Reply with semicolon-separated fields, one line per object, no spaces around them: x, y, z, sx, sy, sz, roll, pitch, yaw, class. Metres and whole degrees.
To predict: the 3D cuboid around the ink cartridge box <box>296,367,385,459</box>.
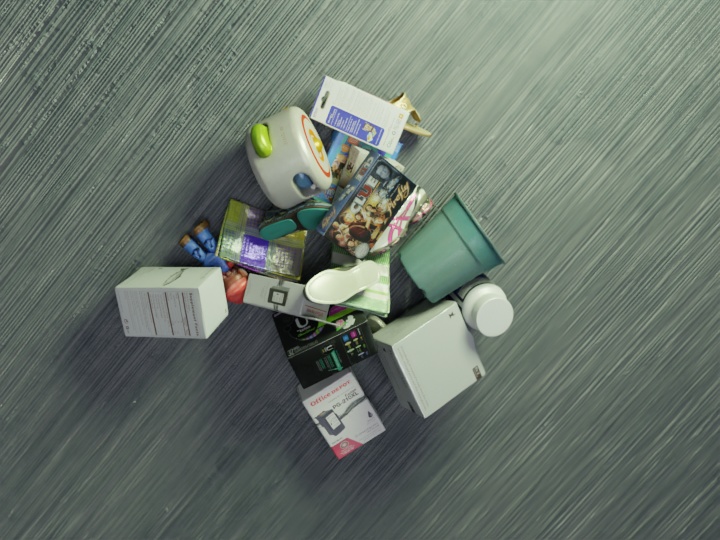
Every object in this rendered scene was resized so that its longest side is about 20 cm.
-0.048;0.344;1.712;0.143;0.084;0.202;-31;114;-3;ink cartridge box

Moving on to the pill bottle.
0.282;0.073;1.639;0.113;0.200;0.118;-5;111;-12;pill bottle

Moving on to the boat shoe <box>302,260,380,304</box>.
-0.046;0.031;1.459;0.199;0.060;0.074;-18;89;-39;boat shoe

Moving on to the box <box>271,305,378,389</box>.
-0.081;0.146;1.585;0.197;0.149;0.125;-25;135;-5;box

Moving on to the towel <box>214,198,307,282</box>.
-0.213;-0.066;1.520;0.197;0.023;0.147;19;70;-21;towel

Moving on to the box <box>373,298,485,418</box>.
0.160;0.202;1.630;0.198;0.130;0.202;-30;105;-20;box

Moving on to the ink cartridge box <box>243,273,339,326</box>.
-0.143;0.065;1.503;0.115;0.196;0.068;24;79;-61;ink cartridge box

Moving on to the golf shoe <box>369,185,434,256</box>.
0.076;-0.118;1.583;0.200;0.072;0.092;-46;101;-16;golf shoe

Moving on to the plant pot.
0.203;-0.041;1.593;0.195;0.201;0.201;-37;114;9;plant pot

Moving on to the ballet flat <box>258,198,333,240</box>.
-0.129;-0.121;1.475;0.196;0.075;0.076;-10;114;16;ballet flat

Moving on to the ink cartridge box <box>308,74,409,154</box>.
-0.002;-0.331;1.456;0.197;0.037;0.096;22;107;-9;ink cartridge box

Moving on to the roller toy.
-0.141;-0.236;1.422;0.137;0.201;0.185;-22;107;11;roller toy

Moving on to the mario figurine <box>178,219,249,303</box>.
-0.314;-0.013;1.537;0.122;0.106;0.201;-23;110;42;mario figurine

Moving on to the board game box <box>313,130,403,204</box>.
-0.015;-0.230;1.540;0.150;0.045;0.203;24;101;-22;board game box

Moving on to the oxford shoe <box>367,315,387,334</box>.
0.086;0.184;1.710;0.200;0.075;0.058;48;50;-16;oxford shoe

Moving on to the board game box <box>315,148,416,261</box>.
0.014;-0.132;1.430;0.135;0.035;0.201;29;100;-43;board game box

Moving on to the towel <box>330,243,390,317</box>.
0.000;0.000;1.563;0.150;0.204;0.023;15;147;-19;towel

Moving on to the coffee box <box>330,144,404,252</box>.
0.003;-0.157;1.503;0.111;0.080;0.203;16;105;-21;coffee box

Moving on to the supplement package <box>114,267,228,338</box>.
-0.401;0.067;1.467;0.195;0.117;0.120;0;111;14;supplement package

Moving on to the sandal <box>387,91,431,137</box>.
0.074;-0.359;1.501;0.208;0.078;0.071;17;110;-14;sandal
